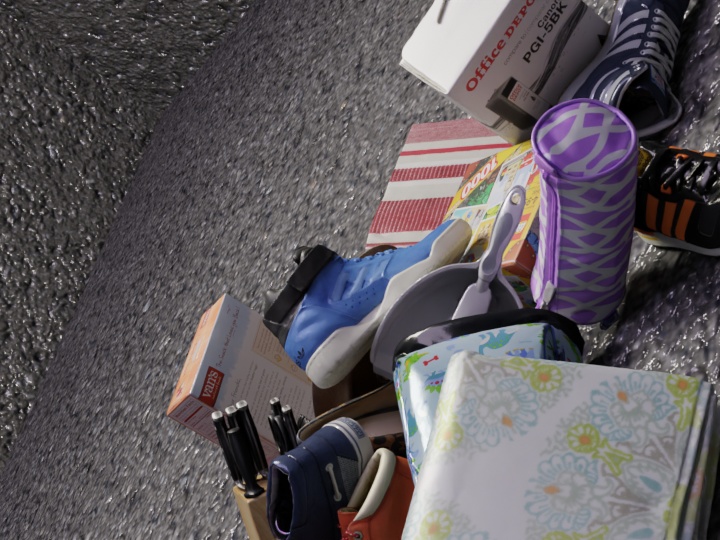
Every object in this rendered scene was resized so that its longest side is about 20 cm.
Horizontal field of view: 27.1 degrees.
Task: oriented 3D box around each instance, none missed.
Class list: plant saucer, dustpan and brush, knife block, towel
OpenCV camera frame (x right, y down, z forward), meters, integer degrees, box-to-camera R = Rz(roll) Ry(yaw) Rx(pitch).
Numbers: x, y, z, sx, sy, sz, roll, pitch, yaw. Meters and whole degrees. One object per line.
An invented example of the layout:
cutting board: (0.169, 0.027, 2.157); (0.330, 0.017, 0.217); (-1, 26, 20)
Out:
plant saucer: (0.018, 0.077, 1.438); (0.032, 0.201, 0.202); (13, 66, 29)
dustpan and brush: (0.098, 0.022, 1.252); (0.202, 0.138, 0.057); (-67, -11, 8)
knife block: (-0.083, 0.227, 1.384); (0.202, 0.174, 0.064); (-65, 17, -3)
towel: (0.095, -0.090, 1.576); (0.142, 0.023, 0.201); (-3, 44, 28)
towel: (0.135, 0.142, 0.989); (0.198, 0.048, 0.173); (5, 55, 20)

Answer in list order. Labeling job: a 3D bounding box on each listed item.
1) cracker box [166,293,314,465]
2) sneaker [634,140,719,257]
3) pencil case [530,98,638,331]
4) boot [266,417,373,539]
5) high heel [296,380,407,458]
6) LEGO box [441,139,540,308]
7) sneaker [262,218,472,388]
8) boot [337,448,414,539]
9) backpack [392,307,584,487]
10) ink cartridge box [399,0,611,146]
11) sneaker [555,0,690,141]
cracker box: (-0.088, 0.133, 1.536); (0.058, 0.199, 0.135); (-40, 25, 43)
sneaker: (0.241, -0.063, 1.145); (0.070, 0.090, 0.200); (-61, 17, -9)
pencil case: (0.167, -0.040, 1.153); (0.085, 0.201, 0.084); (-29, 53, -17)
boot: (-0.041, 0.226, 1.291); (0.072, 0.090, 0.202); (26, 127, 41)
high heel: (0.039, 0.109, 1.314); (0.201, 0.141, 0.072); (-54, 43, 29)
LEGO box: (0.148, -0.037, 1.380); (0.200, 0.077, 0.150); (-19, 42, 64)
sneaker: (0.000, 0.000, 1.328); (0.200, 0.111, 0.077); (-43, -17, -10)
boot: (0.011, 0.248, 1.236); (0.202, 0.107, 0.075); (-64, 20, -12)
backpack: (0.100, 0.125, 1.134); (0.161, 0.154, 0.202); (-11, 57, 12)
ink cartridge box: (0.155, -0.199, 1.409); (0.148, 0.199, 0.083); (-56, 45, 8)
sneaker: (0.262, -0.194, 1.347); (0.201, 0.070, 0.108); (-56, 24, -9)
